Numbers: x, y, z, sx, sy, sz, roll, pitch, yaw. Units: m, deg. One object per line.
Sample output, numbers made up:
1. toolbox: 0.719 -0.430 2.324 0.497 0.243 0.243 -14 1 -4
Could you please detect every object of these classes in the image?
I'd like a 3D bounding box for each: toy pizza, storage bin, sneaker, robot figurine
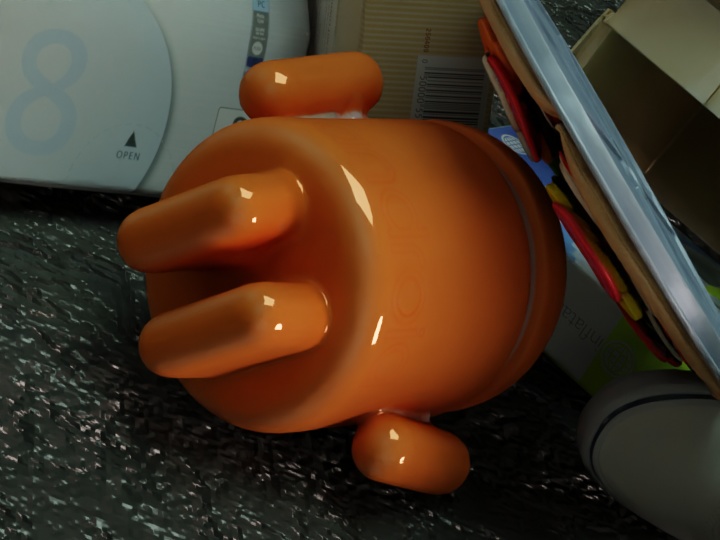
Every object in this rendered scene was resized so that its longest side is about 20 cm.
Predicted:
1. toy pizza: 0.088 -0.031 1.076 0.201 0.032 0.200 58 8 -13
2. storage bin: 0.199 -0.033 1.285 0.200 0.094 0.198 43 7 19
3. sneaker: 0.177 0.103 1.121 0.199 0.073 0.071 25 23 -14
4. robot figurine: 0.000 0.002 1.057 0.144 0.117 0.199 43 27 29

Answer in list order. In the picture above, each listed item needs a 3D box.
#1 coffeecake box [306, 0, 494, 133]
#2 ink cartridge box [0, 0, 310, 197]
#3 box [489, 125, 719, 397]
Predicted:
1. coffeecake box: 0.004 -0.143 1.214 0.073 0.154 0.200 1 22 -14
2. ink cartridge box: -0.082 -0.129 1.100 0.159 0.201 0.047 5 16 -43
3. box: 0.101 0.001 1.246 0.200 0.048 0.122 42 25 20
